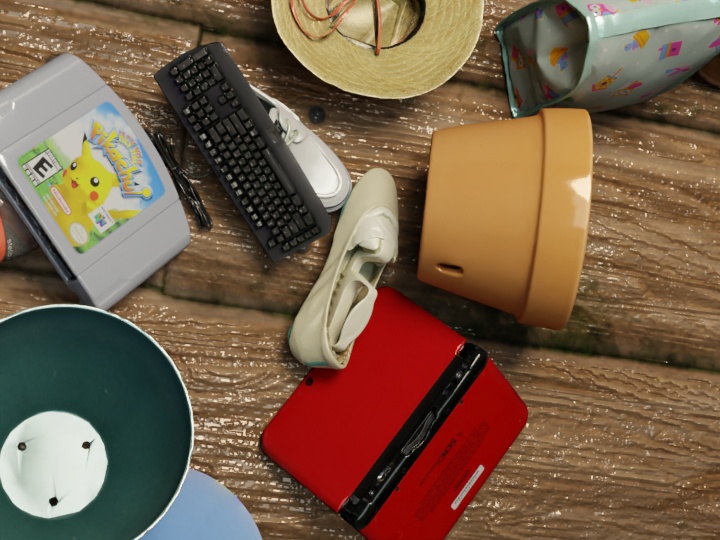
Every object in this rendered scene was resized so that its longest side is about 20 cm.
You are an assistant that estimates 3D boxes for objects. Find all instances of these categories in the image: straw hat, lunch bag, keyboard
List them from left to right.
[{"bbox_3d":[-0.123,-0.094,0.942,0.126,0.021,0.201,-26,105,25],"label":"keyboard"},{"bbox_3d":[0.011,-0.245,0.993,0.198,0.085,0.204,1,83,-9],"label":"straw hat"},{"bbox_3d":[0.242,-0.222,0.992,0.168,0.200,0.124,-11,88,-14],"label":"lunch bag"}]

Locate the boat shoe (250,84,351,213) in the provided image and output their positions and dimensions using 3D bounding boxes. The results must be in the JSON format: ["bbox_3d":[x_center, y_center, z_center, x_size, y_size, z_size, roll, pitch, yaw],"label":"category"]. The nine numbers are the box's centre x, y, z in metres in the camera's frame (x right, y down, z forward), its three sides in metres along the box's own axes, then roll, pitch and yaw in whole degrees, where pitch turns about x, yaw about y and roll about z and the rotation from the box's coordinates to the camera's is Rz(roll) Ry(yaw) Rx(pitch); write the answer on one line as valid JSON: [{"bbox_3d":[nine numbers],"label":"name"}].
[{"bbox_3d":[-0.091,-0.121,0.965,0.199,0.067,0.074,32,79,-10],"label":"boat shoe"}]

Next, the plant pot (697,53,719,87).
[{"bbox_3d":[0.427,-0.317,1.074,0.184,0.187,0.203,5,70,-14],"label":"plant pot"}]

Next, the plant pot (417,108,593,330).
[{"bbox_3d":[0.126,-0.053,0.962,0.138,0.200,0.203,6,83,2],"label":"plant pot"}]

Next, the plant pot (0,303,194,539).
[{"bbox_3d":[-0.246,0.145,0.857,0.197,0.135,0.203,8,67,-18],"label":"plant pot"}]

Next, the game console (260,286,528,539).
[{"bbox_3d":[0.037,0.152,1.001,0.201,0.118,0.173,-51,129,-13],"label":"game console"}]

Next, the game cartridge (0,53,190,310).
[{"bbox_3d":[-0.236,-0.079,0.907,0.133,0.040,0.201,-44,111,-38],"label":"game cartridge"}]

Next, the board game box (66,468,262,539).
[{"bbox_3d":[-0.182,0.272,0.923,0.198,0.039,0.159,-27,83,-15],"label":"board game box"}]

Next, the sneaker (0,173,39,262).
[{"bbox_3d":[-0.321,-0.105,0.914,0.081,0.077,0.203,-13,92,-38],"label":"sneaker"}]

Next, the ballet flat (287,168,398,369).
[{"bbox_3d":[0.000,0.000,0.975,0.069,0.069,0.202,25,81,-11],"label":"ballet flat"}]
